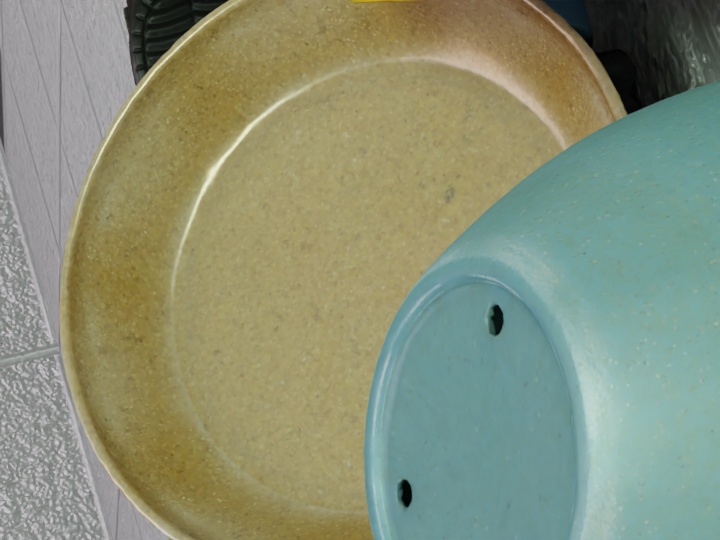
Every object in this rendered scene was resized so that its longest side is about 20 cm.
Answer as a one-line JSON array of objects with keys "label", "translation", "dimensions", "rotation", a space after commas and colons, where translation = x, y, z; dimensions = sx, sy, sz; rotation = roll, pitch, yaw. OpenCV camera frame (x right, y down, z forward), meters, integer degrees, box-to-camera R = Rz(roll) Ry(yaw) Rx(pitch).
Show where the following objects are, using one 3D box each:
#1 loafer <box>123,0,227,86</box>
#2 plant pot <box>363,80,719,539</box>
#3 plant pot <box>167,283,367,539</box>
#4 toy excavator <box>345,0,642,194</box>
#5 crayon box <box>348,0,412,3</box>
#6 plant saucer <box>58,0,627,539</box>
[{"label": "loafer", "translation": [-0.105, -0.163, 1.498], "dimensions": [0.071, 0.073, 0.201], "rotation": [114, 149, -78]}, {"label": "plant pot", "translation": [0.080, 0.044, 0.602], "dimensions": [0.200, 0.134, 0.201], "rotation": [-6, 82, 59]}, {"label": "plant pot", "translation": [0.068, 0.120, 0.831], "dimensions": [0.190, 0.199, 0.201], "rotation": [47, 150, 40]}, {"label": "toy excavator", "translation": [0.028, -0.095, 0.933], "dimensions": [0.195, 0.099, 0.201], "rotation": [98, 161, -72]}, {"label": "crayon box", "translation": [0.069, -0.112, 0.679], "dimensions": [0.200, 0.118, 0.059], "rotation": [-159, 56, -75]}, {"label": "plant saucer", "translation": [0.000, 0.000, 0.787], "dimensions": [0.035, 0.200, 0.201], "rotation": [31, -144, -60]}]
